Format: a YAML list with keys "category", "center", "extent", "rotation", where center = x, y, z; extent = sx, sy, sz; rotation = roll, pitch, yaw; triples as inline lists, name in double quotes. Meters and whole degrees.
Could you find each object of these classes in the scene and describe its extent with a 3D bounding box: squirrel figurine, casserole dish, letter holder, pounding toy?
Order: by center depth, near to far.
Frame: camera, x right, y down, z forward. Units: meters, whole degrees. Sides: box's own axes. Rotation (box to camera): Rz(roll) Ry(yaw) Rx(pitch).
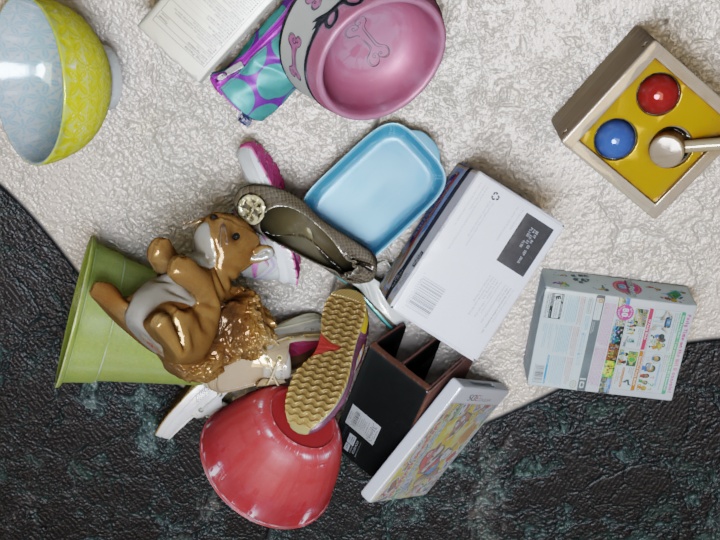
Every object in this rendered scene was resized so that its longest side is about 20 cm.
- category: "pounding toy"
  center: [0.371, -0.170, 1.235]
  extent: [0.200, 0.142, 0.184]
  rotation: [37, 110, -12]
- category: "squirrel figurine"
  center: [-0.185, 0.031, 1.255]
  extent: [0.187, 0.141, 0.200]
  rotation: [-51, 130, -22]
- category: "casserole dish"
  center: [0.017, -0.096, 1.312]
  extent: [0.200, 0.039, 0.121]
  rotation: [-43, 91, 3]
- category: "letter holder"
  center: [0.063, 0.168, 1.408]
  extent: [0.101, 0.142, 0.200]
  rotation: [37, 132, 20]

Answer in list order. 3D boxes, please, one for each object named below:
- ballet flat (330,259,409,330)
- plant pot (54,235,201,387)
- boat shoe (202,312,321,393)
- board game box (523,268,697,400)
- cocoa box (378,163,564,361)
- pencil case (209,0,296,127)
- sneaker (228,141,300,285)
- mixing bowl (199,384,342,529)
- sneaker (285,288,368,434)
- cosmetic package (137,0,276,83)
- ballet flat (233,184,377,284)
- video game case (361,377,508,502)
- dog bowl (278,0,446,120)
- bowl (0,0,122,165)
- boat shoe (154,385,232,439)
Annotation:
- category: "ballet flat"
  center: [0.000, 0.000, 1.372]
  extent: [0.069, 0.069, 0.200]
  rotation: [-42, 110, 17]
- category: "plant pot"
  center: [-0.283, 0.072, 1.357]
  extent: [0.190, 0.200, 0.200]
  rotation: [13, 114, -17]
- category: "boat shoe"
  center: [-0.111, 0.114, 1.356]
  extent: [0.200, 0.069, 0.074]
  rotation: [-23, 132, -32]
- category: "board game box"
  center: [0.332, 0.087, 1.390]
  extent: [0.200, 0.064, 0.148]
  rotation: [8, 114, 1]
- category: "cocoa box"
  center: [0.134, -0.015, 1.295]
  extent: [0.133, 0.131, 0.200]
  rotation: [32, 96, -11]
- category: "pencil case"
  center: [-0.091, -0.271, 1.239]
  extent: [0.200, 0.092, 0.085]
  rotation: [-45, 60, 17]
- category: "sneaker"
  center: [-0.137, -0.067, 1.332]
  extent: [0.088, 0.081, 0.200]
  rotation: [-10, 112, 4]
- category: "mixing bowl"
  center: [-0.099, 0.225, 1.362]
  extent: [0.200, 0.200, 0.108]
  rotation: [30, 124, -10]
- category: "sneaker"
  center: [-0.034, 0.127, 1.318]
  extent: [0.075, 0.200, 0.090]
  rotation: [15, 153, 17]
- category: "cosmetic package"
  center: [-0.156, -0.333, 1.216]
  extent: [0.200, 0.087, 0.103]
  rotation: [-42, 107, 17]
- category: "ballet flat"
  center: [-0.069, -0.041, 1.269]
  extent: [0.200, 0.046, 0.067]
  rotation: [32, 119, -4]
- category: "video game case"
  center: [0.105, 0.230, 1.396]
  extent: [0.023, 0.182, 0.200]
  rotation: [43, 103, 26]
- category: "dog bowl"
  center: [0.011, -0.260, 1.192]
  extent: [0.200, 0.074, 0.200]
  rotation: [-20, 140, -17]
- category: "bowl"
  center: [-0.353, -0.230, 1.244]
  extent: [0.108, 0.200, 0.201]
  rotation: [-11, 121, -40]
- category: "boat shoe"
  center: [-0.209, 0.175, 1.443]
  extent: [0.069, 0.071, 0.200]
  rotation: [40, 108, -12]
